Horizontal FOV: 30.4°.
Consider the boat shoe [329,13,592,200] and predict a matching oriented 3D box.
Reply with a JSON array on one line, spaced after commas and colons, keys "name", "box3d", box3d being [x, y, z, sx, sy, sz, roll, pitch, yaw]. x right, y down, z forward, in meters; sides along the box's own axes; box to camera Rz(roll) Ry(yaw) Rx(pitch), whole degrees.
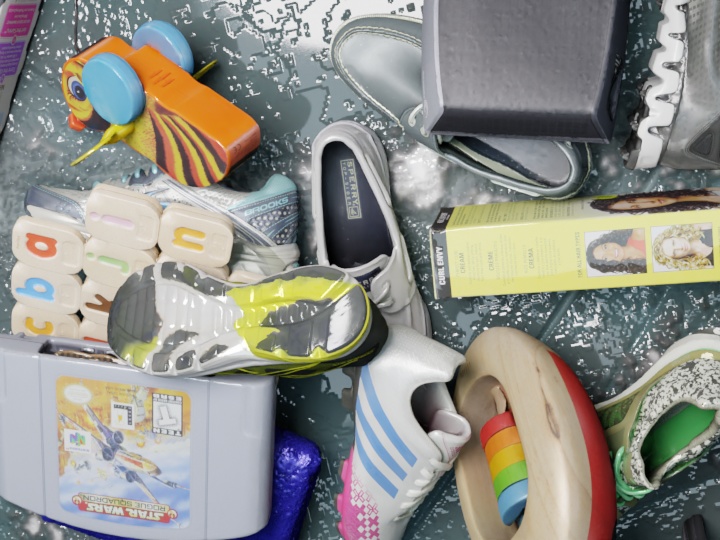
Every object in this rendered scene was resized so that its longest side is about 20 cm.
[{"name": "boat shoe", "box3d": [0.065, -0.109, 0.880, 0.198, 0.062, 0.073, 31, 107, 3]}]

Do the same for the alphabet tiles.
[{"name": "alphabet tiles", "box3d": [-0.144, 0.027, 0.914, 0.192, 0.015, 0.202, 13, 134, -3]}]

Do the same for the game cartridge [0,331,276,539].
[{"name": "game cartridge", "box3d": [-0.156, 0.117, 0.904, 0.197, 0.042, 0.135, 7, 109, 7]}]

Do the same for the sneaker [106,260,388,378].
[{"name": "sneaker", "box3d": [-0.073, 0.042, 0.854, 0.197, 0.085, 0.076, 2, 72, 27]}]

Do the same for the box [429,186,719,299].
[{"name": "box", "box3d": [0.147, -0.019, 0.880, 0.197, 0.075, 0.051, -5, 103, 10]}]

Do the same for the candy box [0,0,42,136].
[{"name": "candy box", "box3d": [-0.314, -0.193, 0.923, 0.166, 0.072, 0.203, 22, 104, 5]}]

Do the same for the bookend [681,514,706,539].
[{"name": "bookend", "box3d": [0.160, 0.293, 0.931, 0.195, 0.092, 0.203, -8, 99, 12]}]

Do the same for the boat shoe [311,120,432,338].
[{"name": "boat shoe", "box3d": [0.000, 0.000, 0.912, 0.072, 0.065, 0.203, -15, 99, 12]}]

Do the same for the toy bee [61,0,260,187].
[{"name": "toy bee", "box3d": [-0.154, -0.122, 0.897, 0.202, 0.130, 0.109, 59, 146, 20]}]

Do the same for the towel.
[{"name": "towel", "box3d": [-0.135, 0.157, 0.958, 0.197, 0.050, 0.149, 18, 121, 3]}]

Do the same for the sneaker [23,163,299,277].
[{"name": "sneaker", "box3d": [-0.135, -0.046, 0.932, 0.197, 0.078, 0.088, 10, 91, 0]}]

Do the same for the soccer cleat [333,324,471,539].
[{"name": "soccer cleat", "box3d": [0.031, 0.130, 0.905, 0.085, 0.070, 0.203, 14, 125, 20]}]

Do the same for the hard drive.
[{"name": "hard drive", "box3d": [0.105, -0.186, 0.838, 0.133, 0.042, 0.204, 4, 83, 8]}]

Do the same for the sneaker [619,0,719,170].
[{"name": "sneaker", "box3d": [0.231, -0.155, 0.843, 0.089, 0.067, 0.203, 12, 107, 4]}]

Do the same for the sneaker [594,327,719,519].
[{"name": "sneaker", "box3d": [0.180, 0.122, 0.886, 0.077, 0.089, 0.201, 41, 119, 3]}]

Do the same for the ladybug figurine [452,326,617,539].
[{"name": "ladybug figurine", "box3d": [0.117, 0.131, 0.875, 0.071, 0.202, 0.136, 5, 143, -22]}]
